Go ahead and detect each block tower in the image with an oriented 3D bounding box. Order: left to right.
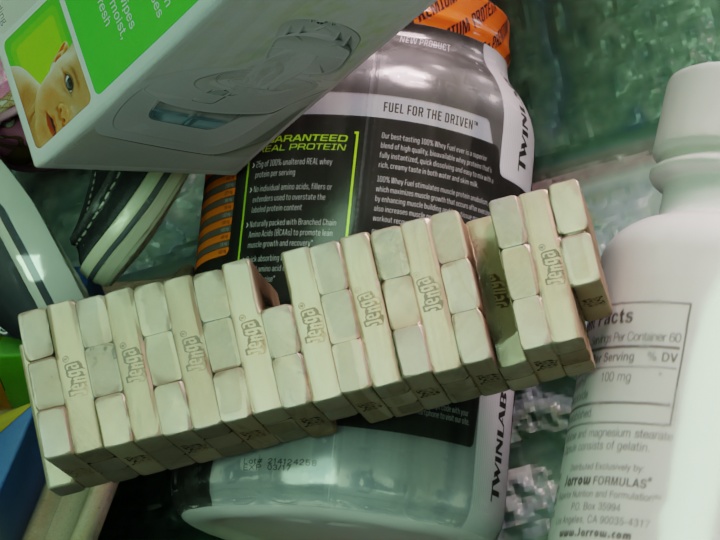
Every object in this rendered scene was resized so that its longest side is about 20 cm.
[{"bbox_3d":[-0.017,0.024,0.937,0.199,0.058,0.054,-14,73,6],"label":"block tower"}]

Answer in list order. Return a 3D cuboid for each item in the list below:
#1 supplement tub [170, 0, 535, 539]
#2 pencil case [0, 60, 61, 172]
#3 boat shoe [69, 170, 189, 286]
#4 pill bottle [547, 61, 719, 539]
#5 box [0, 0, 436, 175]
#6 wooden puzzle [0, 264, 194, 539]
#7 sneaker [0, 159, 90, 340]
[{"bbox_3d":[0.000,0.000,1.033,0.122,0.123,0.201,1,76,21],"label":"supplement tub"},{"bbox_3d":[-0.132,-0.137,1.142,0.086,0.083,0.201,-16,70,6],"label":"pencil case"},{"bbox_3d":[-0.082,-0.084,1.051,0.062,0.075,0.201,21,59,-14],"label":"boat shoe"},{"bbox_3d":[0.133,0.036,0.977,0.114,0.114,0.201,7,78,22],"label":"pill bottle"},{"bbox_3d":[-0.054,-0.161,0.946,0.176,0.096,0.201,-37,64,42],"label":"box"},{"bbox_3d":[-0.175,0.060,1.074,0.199,0.046,0.186,-7,38,21],"label":"wooden puzzle"},{"bbox_3d":[-0.167,-0.015,1.072,0.079,0.079,0.200,-33,39,-11],"label":"sneaker"}]
